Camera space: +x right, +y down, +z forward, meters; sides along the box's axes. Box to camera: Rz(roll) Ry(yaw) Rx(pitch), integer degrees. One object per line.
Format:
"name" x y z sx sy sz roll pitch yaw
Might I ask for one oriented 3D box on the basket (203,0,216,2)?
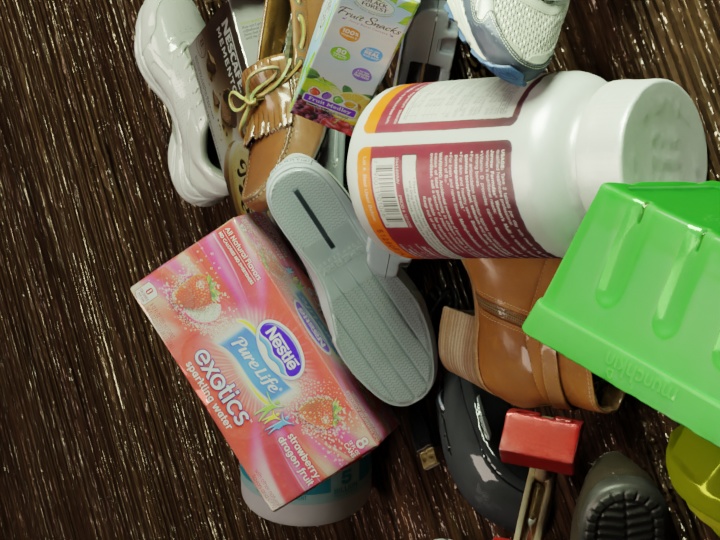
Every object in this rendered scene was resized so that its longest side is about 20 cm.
"basket" -0.108 -0.326 1.460 0.149 0.142 0.201 54 145 40

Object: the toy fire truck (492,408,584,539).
"toy fire truck" 0.113 0.173 1.252 0.200 0.048 0.142 63 -142 -75

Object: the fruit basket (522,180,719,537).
"fruit basket" 0.197 0.071 0.999 0.215 0.155 0.217 5 97 54

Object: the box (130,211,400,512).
"box" -0.069 0.065 1.429 0.201 0.102 0.095 58 -168 1

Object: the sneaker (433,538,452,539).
"sneaker" 0.080 0.310 1.419 0.115 0.075 0.201 17 114 59

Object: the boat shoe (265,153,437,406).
"boat shoe" 0.000 0.000 1.370 0.067 0.073 0.201 -79 -35 -70

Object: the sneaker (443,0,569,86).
"sneaker" 0.103 -0.201 1.088 0.085 0.077 0.201 -28 45 50

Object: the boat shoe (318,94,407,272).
"boat shoe" 0.003 -0.038 1.429 0.071 0.070 0.202 156 107 -65

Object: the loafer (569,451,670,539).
"loafer" 0.165 0.200 1.214 0.071 0.072 0.201 -85 -1 -58

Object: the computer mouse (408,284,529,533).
"computer mouse" 0.066 0.124 1.398 0.201 0.046 0.141 65 151 27

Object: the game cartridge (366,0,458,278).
"game cartridge" 0.037 -0.112 1.298 0.134 0.040 0.201 -75 -4 -60

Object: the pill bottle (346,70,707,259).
"pill bottle" 0.097 -0.061 1.125 0.199 0.109 0.110 1 102 42

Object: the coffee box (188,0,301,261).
"coffee box" -0.064 -0.113 1.530 0.113 0.079 0.201 -34 69 64

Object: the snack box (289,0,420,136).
"snack box" 0.016 -0.208 1.238 0.142 0.053 0.201 117 171 -54

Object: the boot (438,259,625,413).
"boot" 0.113 -0.010 1.218 0.155 0.076 0.201 14 99 54

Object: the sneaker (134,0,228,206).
"sneaker" -0.136 -0.159 1.688 0.099 0.078 0.201 -4 105 58

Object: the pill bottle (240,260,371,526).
"pill bottle" -0.046 0.097 1.545 0.111 0.110 0.201 35 132 56

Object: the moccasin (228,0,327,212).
"moccasin" -0.061 -0.139 1.426 0.073 0.077 0.203 -14 57 53
